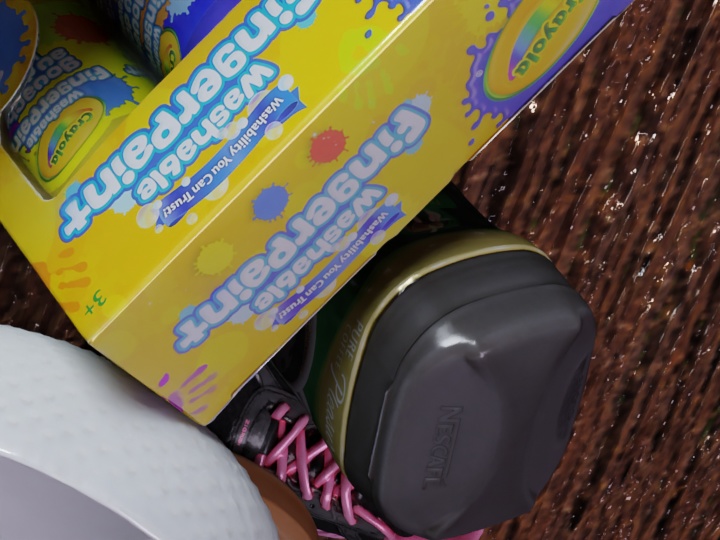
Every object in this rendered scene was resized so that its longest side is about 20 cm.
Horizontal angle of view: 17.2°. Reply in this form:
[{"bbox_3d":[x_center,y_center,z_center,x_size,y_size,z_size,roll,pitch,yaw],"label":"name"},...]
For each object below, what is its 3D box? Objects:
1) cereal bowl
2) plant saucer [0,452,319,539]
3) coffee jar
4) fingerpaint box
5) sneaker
[{"bbox_3d":[-0.114,0.085,0.814,0.200,0.199,0.083,80,23,-46],"label":"cereal bowl"},{"bbox_3d":[-0.113,0.134,0.953,0.200,0.032,0.201,-6,140,-5],"label":"plant saucer"},{"bbox_3d":[0.000,0.000,0.851,0.085,0.200,0.105,-13,133,-29],"label":"coffee jar"},{"bbox_3d":[-0.037,-0.081,0.776,0.200,0.167,0.073,-44,140,4],"label":"fingerpaint box"},{"bbox_3d":[-0.016,0.075,0.978,0.200,0.095,0.079,26,90,-50],"label":"sneaker"}]
